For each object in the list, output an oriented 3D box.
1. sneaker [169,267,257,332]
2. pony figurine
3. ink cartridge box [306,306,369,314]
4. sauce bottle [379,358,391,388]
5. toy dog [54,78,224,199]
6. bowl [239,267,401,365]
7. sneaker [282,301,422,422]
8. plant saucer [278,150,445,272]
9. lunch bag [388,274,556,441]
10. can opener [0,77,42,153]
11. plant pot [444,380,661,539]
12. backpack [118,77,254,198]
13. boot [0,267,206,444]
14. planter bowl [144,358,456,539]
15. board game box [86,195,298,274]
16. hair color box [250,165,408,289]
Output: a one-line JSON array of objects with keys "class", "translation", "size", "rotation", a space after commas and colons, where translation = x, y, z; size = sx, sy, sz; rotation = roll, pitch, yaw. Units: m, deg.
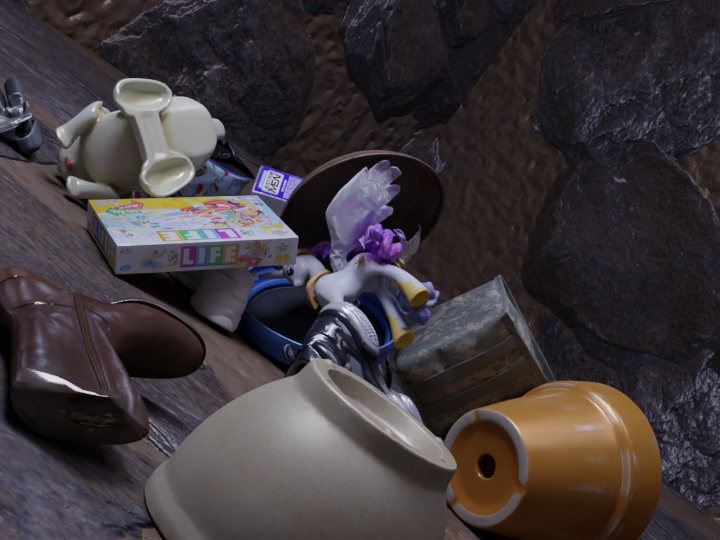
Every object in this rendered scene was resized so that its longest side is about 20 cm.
[{"class": "sneaker", "translation": [-0.167, -0.001, 1.458], "size": [0.070, 0.080, 0.200], "rotation": [31, 6, -33]}, {"class": "pony figurine", "translation": [0.000, 0.000, 1.401], "size": [0.200, 0.193, 0.167], "rotation": [50, -9, 44]}, {"class": "ink cartridge box", "translation": [-0.068, 0.026, 1.633], "size": [0.094, 0.044, 0.200], "rotation": [0, 26, -27]}, {"class": "sauce bottle", "translation": [0.005, 0.128, 1.525], "size": [0.066, 0.066, 0.200], "rotation": [36, 8, -6]}, {"class": "toy dog", "translation": [-0.283, -0.151, 1.529], "size": [0.194, 0.200, 0.140], "rotation": [-34, 105, -48]}, {"class": "bowl", "translation": [-0.050, 0.053, 1.488], "size": [0.200, 0.039, 0.201], "rotation": [12, 29, -7]}, {"class": "sneaker", "translation": [-0.014, 0.140, 1.256], "size": [0.114, 0.075, 0.200], "rotation": [-35, 105, -44]}, {"class": "plant saucer", "translation": [-0.002, -0.074, 1.464], "size": [0.200, 0.200, 0.037], "rotation": [31, 30, -44]}, {"class": "lunch bag", "translation": [0.146, 0.137, 1.545], "size": [0.200, 0.164, 0.118], "rotation": [58, 14, -25]}, {"class": "can opener", "translation": [-0.441, -0.192, 1.607], "size": [0.067, 0.053, 0.200], "rotation": [69, -9, -23]}, {"class": "plant pot", "translation": [0.193, 0.216, 1.379], "size": [0.183, 0.200, 0.200], "rotation": [10, 23, -43]}, {"class": "backpack", "translation": [-0.254, -0.148, 1.780], "size": [0.190, 0.154, 0.200], "rotation": [20, 21, -43]}, {"class": "boot", "translation": [-0.167, 0.073, 0.883], "size": [0.186, 0.064, 0.200], "rotation": [18, 11, -29]}, {"class": "planter bowl", "translation": [-0.021, 0.145, 0.833], "size": [0.200, 0.135, 0.200], "rotation": [36, 6, -4]}, {"class": "board game box", "translation": [-0.185, -0.042, 1.384], "size": [0.200, 0.034, 0.134], "rotation": [-3, 25, -25]}, {"class": "hair color box", "translation": [-0.047, -0.045, 1.582], "size": [0.200, 0.109, 0.065], "rotation": [18, 38, -2]}]
